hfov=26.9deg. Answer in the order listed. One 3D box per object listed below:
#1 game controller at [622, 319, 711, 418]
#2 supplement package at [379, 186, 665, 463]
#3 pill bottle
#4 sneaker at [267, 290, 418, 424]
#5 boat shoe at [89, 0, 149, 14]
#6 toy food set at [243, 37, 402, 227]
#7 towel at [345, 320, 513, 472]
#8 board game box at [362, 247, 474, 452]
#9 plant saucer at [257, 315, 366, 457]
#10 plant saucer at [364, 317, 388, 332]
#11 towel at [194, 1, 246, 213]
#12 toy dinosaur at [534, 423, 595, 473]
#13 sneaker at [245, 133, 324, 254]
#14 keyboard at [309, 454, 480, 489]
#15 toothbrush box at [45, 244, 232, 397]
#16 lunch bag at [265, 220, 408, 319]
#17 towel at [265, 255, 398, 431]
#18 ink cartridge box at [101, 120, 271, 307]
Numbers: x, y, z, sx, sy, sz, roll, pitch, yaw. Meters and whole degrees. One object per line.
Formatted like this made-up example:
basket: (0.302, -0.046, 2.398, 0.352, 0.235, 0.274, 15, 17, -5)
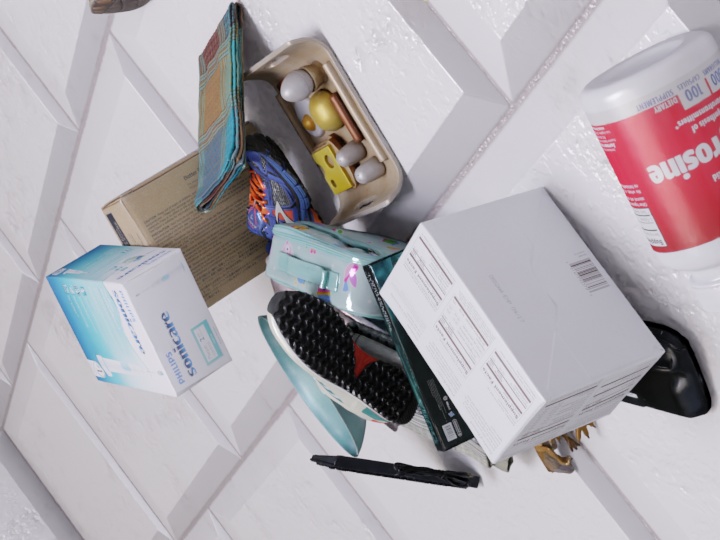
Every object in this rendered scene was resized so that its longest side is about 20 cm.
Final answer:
game controller: (0.247, 0.085, 1.442, 0.200, 0.042, 0.104, 14, 145, 53)
supplement package: (0.145, 0.047, 1.375, 0.200, 0.155, 0.111, 57, 142, 22)
pill bottle: (0.260, -0.073, 1.162, 0.112, 0.112, 0.200, -10, 112, 60)
sneaker: (-0.035, 0.097, 1.561, 0.200, 0.070, 0.093, 39, 152, -23)
boat shoe: (-0.282, -0.362, 1.778, 0.200, 0.074, 0.074, 148, 113, -67)
toy food set: (-0.048, -0.145, 1.629, 0.200, 0.060, 0.143, 59, 152, -5)
towel: (0.077, 0.145, 1.635, 0.199, 0.035, 0.193, 22, 152, 18)
board game box: (0.101, 0.062, 1.503, 0.201, 0.135, 0.028, 68, 165, -3)
plant saucer: (-0.049, 0.126, 1.758, 0.200, 0.036, 0.200, 52, 168, 15)
plant saucer: (0.062, 0.104, 1.725, 0.201, 0.039, 0.201, 42, 158, 21)
towel: (-0.160, -0.181, 1.689, 0.147, 0.022, 0.201, 137, 134, -59)
toy dinosaur: (0.182, 0.145, 1.576, 0.106, 0.060, 0.200, 12, 129, 55)
sneaker: (-0.096, -0.073, 1.703, 0.075, 0.078, 0.200, 54, 175, 44)
keyboard: (0.052, 0.238, 1.772, 0.127, 0.199, 0.021, -12, 69, 61)
toothbrush box: (-0.254, 0.053, 1.711, 0.200, 0.085, 0.147, 3, 121, 56)
lunch bag: (0.000, 0.000, 1.600, 0.200, 0.160, 0.077, 18, 97, 52)
towel: (-0.026, 0.083, 1.764, 0.191, 0.032, 0.200, 36, 157, 27)
ink cartridge box: (-0.178, -0.056, 1.779, 0.165, 0.200, 0.075, 61, 151, -8)
